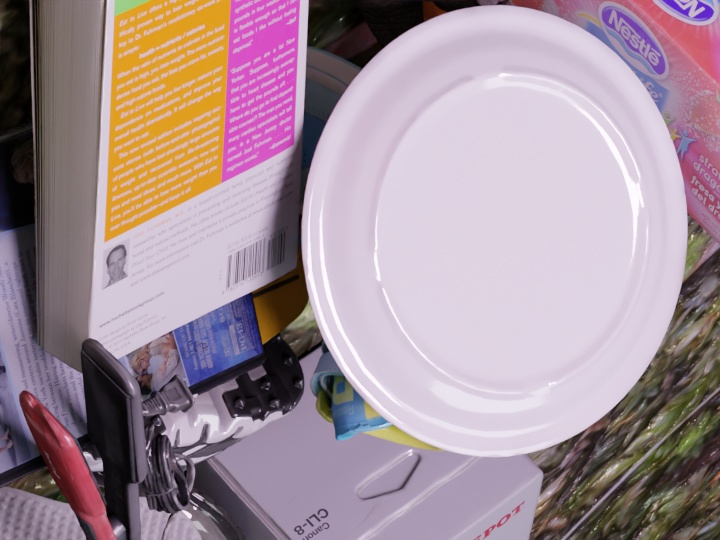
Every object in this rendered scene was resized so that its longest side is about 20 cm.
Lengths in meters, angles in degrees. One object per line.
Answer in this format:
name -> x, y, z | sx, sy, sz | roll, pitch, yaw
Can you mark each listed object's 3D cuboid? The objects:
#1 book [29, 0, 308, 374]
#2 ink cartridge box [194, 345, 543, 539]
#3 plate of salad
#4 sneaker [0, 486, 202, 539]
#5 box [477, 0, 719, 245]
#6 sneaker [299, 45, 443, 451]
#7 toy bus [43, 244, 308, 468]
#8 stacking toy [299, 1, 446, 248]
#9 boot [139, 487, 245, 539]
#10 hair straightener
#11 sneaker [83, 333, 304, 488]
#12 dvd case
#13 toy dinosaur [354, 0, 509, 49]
book -> -0.074, -0.069, 1.232 | 0.133, 0.048, 0.201 | -26, 131, -41
ink cartridge box -> -0.003, 0.154, 1.661 | 0.145, 0.145, 0.200 | -33, 154, -25
plate of salad -> 0.059, -0.018, 1.319 | 0.200, 0.201, 0.048 | -35, -163, -21
sneaker -> -0.162, 0.154, 1.420 | 0.082, 0.074, 0.199 | -36, 153, 29
box -> 0.161, -0.116, 1.423 | 0.102, 0.200, 0.095 | -31, 155, -25
sneaker -> 0.000, 0.000, 1.350 | 0.131, 0.200, 0.079 | -52, -167, -25
toy bus -> -0.116, 0.026, 1.342 | 0.199, 0.065, 0.079 | -24, 106, -39
stacking toy -> 0.030, -0.068, 1.440 | 0.109, 0.116, 0.201 | -32, 140, -26
boot -> -0.123, 0.202, 1.595 | 0.131, 0.067, 0.200 | -55, 165, -30
hair straightener -> -0.093, 0.086, 1.278 | 0.077, 0.041, 0.200 | -41, 151, -16
sneaker -> -0.124, 0.076, 1.436 | 0.199, 0.067, 0.090 | -6, 152, -43
dvd case -> -0.130, 0.006, 1.270 | 0.199, 0.017, 0.144 | -24, 109, -40
toy dinosaur -> 0.032, -0.157, 1.314 | 0.200, 0.102, 0.077 | 122, -16, -54
